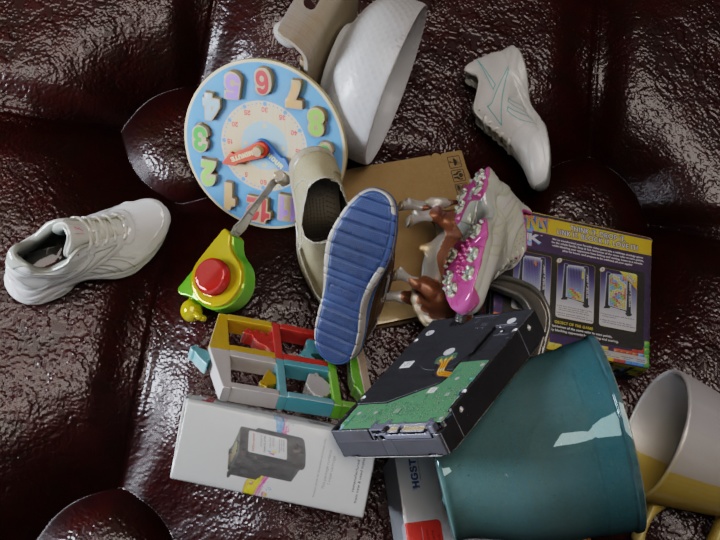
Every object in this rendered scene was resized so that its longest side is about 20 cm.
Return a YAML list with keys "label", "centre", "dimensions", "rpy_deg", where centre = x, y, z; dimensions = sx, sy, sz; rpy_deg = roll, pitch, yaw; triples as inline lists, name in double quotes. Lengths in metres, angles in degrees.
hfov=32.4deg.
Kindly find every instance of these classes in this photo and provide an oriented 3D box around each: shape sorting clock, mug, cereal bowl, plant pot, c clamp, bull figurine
- label: "shape sorting clock"
  centre: [-0.111, -0.142, 1.412]
  dimensions: [0.199, 0.201, 0.039]
  rpy_deg: [30, 32, 4]
- label: "mug"
  centre: [0.383, 0.219, 1.382]
  dimensions: [0.152, 0.187, 0.150]
  rpy_deg: [21, 34, -10]
- label: "cereal bowl"
  centre: [0.006, -0.230, 1.448]
  dimensions: [0.083, 0.200, 0.201]
  rpy_deg: [21, 67, 4]
- label: "plant pot"
  centre: [0.166, 0.184, 1.240]
  dimensions: [0.187, 0.200, 0.201]
  rpy_deg: [-14, 71, 2]
- label: "c clamp"
  centre: [0.123, 0.087, 1.349]
  dimensions: [0.170, 0.027, 0.201]
  rpy_deg: [26, 72, -8]
- label: "bull figurine"
  centre: [0.089, 0.007, 1.407]
  dimensions: [0.121, 0.065, 0.201]
  rpy_deg: [20, 66, -17]

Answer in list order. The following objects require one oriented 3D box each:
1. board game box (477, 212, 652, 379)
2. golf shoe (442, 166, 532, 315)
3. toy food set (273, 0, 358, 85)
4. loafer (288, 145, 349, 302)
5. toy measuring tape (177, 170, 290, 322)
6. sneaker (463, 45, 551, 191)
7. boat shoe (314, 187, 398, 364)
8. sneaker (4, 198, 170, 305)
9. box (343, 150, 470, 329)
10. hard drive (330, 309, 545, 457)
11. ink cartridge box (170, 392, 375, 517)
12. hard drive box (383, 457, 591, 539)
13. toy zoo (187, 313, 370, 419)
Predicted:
- label: "board game box"
  centre: [0.238, 0.027, 1.446]
  dimensions: [0.199, 0.057, 0.166]
  rpy_deg: [12, 68, -12]
- label: "golf shoe"
  centre: [0.145, -0.024, 1.348]
  dimensions: [0.091, 0.075, 0.201]
  rpy_deg: [32, 47, -18]
- label: "toy food set"
  centre: [-0.059, -0.268, 1.450]
  dimensions: [0.060, 0.200, 0.144]
  rpy_deg: [24, 66, 7]
- label: "loafer"
  centre: [-0.039, -0.036, 1.383]
  dimensions: [0.075, 0.068, 0.201]
  rpy_deg: [-15, 114, -1]
- label: "toy measuring tape"
  centre: [-0.130, -0.016, 1.388]
  dimensions: [0.073, 0.074, 0.200]
  rpy_deg: [40, 95, 8]
- label: "sneaker"
  centre: [0.183, -0.182, 1.532]
  dimensions: [0.080, 0.071, 0.201]
  rpy_deg: [-14, 65, -4]
- label: "boat shoe"
  centre: [0.000, 0.000, 1.342]
  dimensions: [0.072, 0.201, 0.072]
  rpy_deg: [25, 22, 16]
- label: "sneaker"
  centre: [-0.300, -0.030, 1.371]
  dimensions: [0.199, 0.099, 0.078]
  rpy_deg: [-28, 75, -18]
- label: "box"
  centre: [0.070, -0.040, 1.476]
  dimensions: [0.162, 0.021, 0.201]
  rpy_deg: [-10, 71, -12]
- label: "hard drive"
  centre: [0.079, 0.111, 1.217]
  dimensions: [0.200, 0.139, 0.038]
  rpy_deg: [-43, 114, -43]
- label: "ink cartridge box"
  centre: [-0.091, 0.190, 1.288]
  dimensions: [0.199, 0.146, 0.083]
  rpy_deg: [12, 85, -4]
- label: "hard drive box"
  centre: [0.136, 0.269, 1.336]
  dimensions: [0.199, 0.077, 0.157]
  rpy_deg: [-6, 69, -11]
- label: "toy zoo"
  centre: [-0.087, 0.103, 1.341]
  dimensions: [0.199, 0.021, 0.131]
  rpy_deg: [11, 31, -15]
